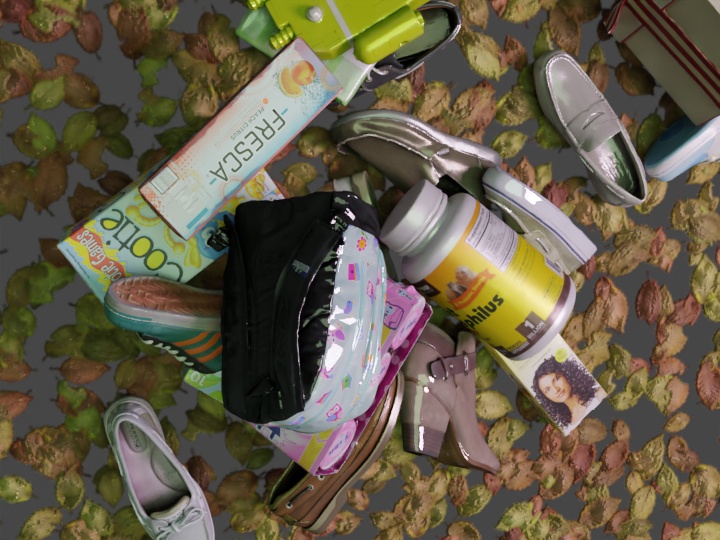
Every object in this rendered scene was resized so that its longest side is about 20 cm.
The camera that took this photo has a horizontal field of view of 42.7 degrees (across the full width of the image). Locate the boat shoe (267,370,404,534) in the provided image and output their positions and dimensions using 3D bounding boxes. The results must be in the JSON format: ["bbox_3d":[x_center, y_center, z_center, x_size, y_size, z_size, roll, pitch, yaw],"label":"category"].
[{"bbox_3d":[-0.026,0.182,0.964,0.067,0.072,0.202,28,93,-22],"label":"boat shoe"}]

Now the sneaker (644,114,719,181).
[{"bbox_3d":[0.435,-0.138,1.075,0.199,0.080,0.131,-38,105,-4],"label":"sneaker"}]

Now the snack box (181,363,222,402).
[{"bbox_3d":[-0.074,0.101,0.999,0.199,0.053,0.143,33,93,-19],"label":"snack box"}]

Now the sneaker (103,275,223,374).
[{"bbox_3d":[-0.161,0.061,0.872,0.199,0.071,0.081,13,112,-47],"label":"sneaker"}]

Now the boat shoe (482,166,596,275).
[{"bbox_3d":[0.192,-0.045,1.009,0.199,0.072,0.062,32,98,-39],"label":"boat shoe"}]

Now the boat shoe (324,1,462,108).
[{"bbox_3d":[0.013,-0.226,0.957,0.198,0.068,0.073,-26,108,-7],"label":"boat shoe"}]

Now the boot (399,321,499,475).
[{"bbox_3d":[0.109,0.144,1.044,0.199,0.070,0.148,30,65,-49],"label":"boot"}]

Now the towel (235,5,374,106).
[{"bbox_3d":[-0.019,-0.287,0.925,0.148,0.031,0.201,33,90,10],"label":"towel"}]

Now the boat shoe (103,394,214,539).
[{"bbox_3d":[-0.214,0.231,0.981,0.074,0.065,0.204,-22,105,-9],"label":"boat shoe"}]

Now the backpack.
[{"bbox_3d":[-0.050,0.041,0.818,0.126,0.165,0.203,15,74,-46],"label":"backpack"}]

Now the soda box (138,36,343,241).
[{"bbox_3d":[-0.110,-0.119,0.835,0.200,0.068,0.064,-44,105,-4],"label":"soda box"}]

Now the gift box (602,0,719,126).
[{"bbox_3d":[0.373,-0.281,0.956,0.200,0.185,0.187,-41,91,-17],"label":"gift box"}]

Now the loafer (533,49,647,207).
[{"bbox_3d":[0.262,-0.159,1.030,0.070,0.070,0.201,-39,107,-4],"label":"loafer"}]

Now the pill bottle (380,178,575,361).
[{"bbox_3d":[0.119,-0.004,0.956,0.199,0.109,0.110,37,90,-11],"label":"pill bottle"}]

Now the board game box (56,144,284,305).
[{"bbox_3d":[-0.186,-0.052,0.917,0.199,0.105,0.103,-38,106,-6],"label":"board game box"}]

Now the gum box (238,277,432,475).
[{"bbox_3d":[-0.026,0.084,0.909,0.113,0.066,0.202,33,95,23],"label":"gum box"}]

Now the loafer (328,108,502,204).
[{"bbox_3d":[0.060,-0.115,0.977,0.197,0.075,0.071,14,75,-17],"label":"loafer"}]

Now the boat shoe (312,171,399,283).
[{"bbox_3d":[0.000,0.000,0.988,0.068,0.075,0.203,-14,85,10],"label":"boat shoe"}]

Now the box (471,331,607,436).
[{"bbox_3d":[0.198,0.095,1.071,0.075,0.050,0.200,-43,106,-4],"label":"box"}]

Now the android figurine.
[{"bbox_3d":[-0.014,-0.288,0.895,0.198,0.041,0.184,-28,85,4],"label":"android figurine"}]
